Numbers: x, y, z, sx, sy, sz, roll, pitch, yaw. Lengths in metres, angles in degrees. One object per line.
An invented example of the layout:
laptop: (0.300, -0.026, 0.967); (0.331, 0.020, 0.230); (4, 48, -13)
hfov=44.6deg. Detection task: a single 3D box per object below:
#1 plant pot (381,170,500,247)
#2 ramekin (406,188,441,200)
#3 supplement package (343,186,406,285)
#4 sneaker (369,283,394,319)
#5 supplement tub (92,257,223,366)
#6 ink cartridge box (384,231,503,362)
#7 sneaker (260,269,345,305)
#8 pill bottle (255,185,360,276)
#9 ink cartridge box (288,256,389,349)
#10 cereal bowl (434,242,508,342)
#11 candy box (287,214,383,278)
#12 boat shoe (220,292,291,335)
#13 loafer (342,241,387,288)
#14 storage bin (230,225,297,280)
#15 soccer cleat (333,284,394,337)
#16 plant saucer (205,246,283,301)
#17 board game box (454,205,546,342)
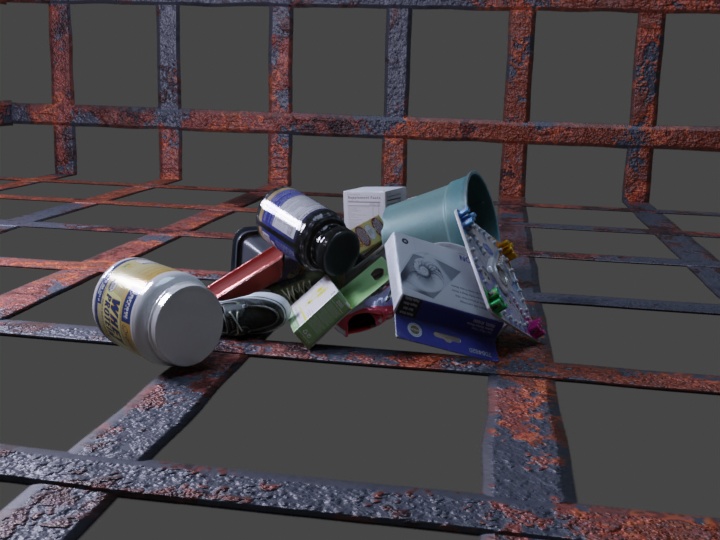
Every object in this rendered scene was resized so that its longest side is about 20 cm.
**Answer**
plant pot: (0.155, -0.073, 1.721); (0.192, 0.205, 0.199); (-12, 5, 26)
ramekin: (0.153, -0.077, 2.000); (0.095, 0.206, 0.200); (-10, 14, -14)
supplement package: (0.036, -0.080, 1.949); (0.111, 0.206, 0.109); (4, 11, 28)
sneaker: (0.073, 0.040, 1.663); (0.195, 0.102, 0.075); (-2, 14, -10)
supplement tub: (-0.318, 0.066, 1.380); (0.142, 0.148, 0.198); (-9, 16, -41)
ink cartridge box: (0.140, 0.041, 1.440); (0.195, 0.041, 0.203); (15, 44, -22)
sneaker: (-0.127, 0.049, 1.620); (0.196, 0.068, 0.090); (-13, 20, 28)
pill bottle: (-0.094, -0.068, 1.577); (0.110, 0.114, 0.199); (-9, 30, -41)
ink cartridge box: (-0.037, 0.038, 1.518); (0.199, 0.048, 0.146); (-42, 16, 0)
cereal bowl: (0.168, 0.051, 1.545); (0.196, 0.084, 0.203); (17, 44, -17)
candy box: (-0.040, -0.030, 1.734); (0.198, 0.056, 0.115); (-29, -8, -42)
boat shoe: (-0.217, 0.086, 1.517); (0.195, 0.074, 0.071); (-7, 17, 17)
loafer: (0.000, 0.000, 1.651); (0.197, 0.071, 0.070); (-26, -3, 20)
storage bin: (-0.159, -0.026, 1.879); (0.196, 0.149, 0.134); (-7, 25, -34)
soccer cleat: (0.042, 0.068, 1.571); (0.196, 0.068, 0.077); (-17, 35, -15)
plant saucer: (-0.221, 0.022, 1.673); (0.197, 0.037, 0.200); (-32, 12, 3)
board game box: (0.243, 0.006, 1.507); (0.026, 0.204, 0.199); (-29, -32, 23)
